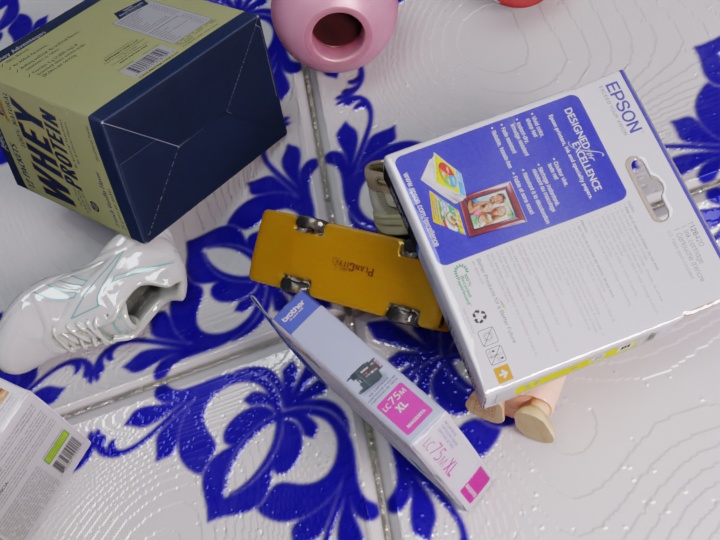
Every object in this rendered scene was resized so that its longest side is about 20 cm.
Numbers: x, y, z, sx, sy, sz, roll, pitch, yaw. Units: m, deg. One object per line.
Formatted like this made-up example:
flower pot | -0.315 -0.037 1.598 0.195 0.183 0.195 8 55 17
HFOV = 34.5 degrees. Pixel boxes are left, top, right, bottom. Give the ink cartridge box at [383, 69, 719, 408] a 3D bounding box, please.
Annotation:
ink cartridge box | 0.143 -0.027 0.853 0.199 0.047 0.199 -19 70 -8

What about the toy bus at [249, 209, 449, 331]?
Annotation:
toy bus | 0.000 0.000 0.950 0.199 0.078 0.066 14 89 33

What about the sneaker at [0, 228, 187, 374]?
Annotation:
sneaker | -0.247 0.037 1.055 0.200 0.071 0.080 -35 53 -2

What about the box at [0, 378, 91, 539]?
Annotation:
box | -0.356 0.144 1.010 0.199 0.102 0.113 18 66 33

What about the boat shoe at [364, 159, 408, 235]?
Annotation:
boat shoe | 0.089 -0.073 0.950 0.199 0.065 0.072 -4 23 37

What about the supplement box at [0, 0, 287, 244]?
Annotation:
supplement box | -0.216 -0.159 1.101 0.199 0.135 0.200 23 50 35

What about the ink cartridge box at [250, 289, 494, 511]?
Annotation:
ink cartridge box | 0.006 0.087 0.868 0.042 0.119 0.200 -47 51 -10

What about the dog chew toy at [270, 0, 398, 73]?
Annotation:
dog chew toy | -0.030 -0.288 1.152 0.124 0.125 0.201 -20 44 11

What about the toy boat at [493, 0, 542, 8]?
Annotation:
toy boat | 0.125 -0.331 1.123 0.131 0.130 0.201 -38 41 37

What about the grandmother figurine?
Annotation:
grandmother figurine | 0.144 0.026 0.893 0.121 0.061 0.201 25 65 7
